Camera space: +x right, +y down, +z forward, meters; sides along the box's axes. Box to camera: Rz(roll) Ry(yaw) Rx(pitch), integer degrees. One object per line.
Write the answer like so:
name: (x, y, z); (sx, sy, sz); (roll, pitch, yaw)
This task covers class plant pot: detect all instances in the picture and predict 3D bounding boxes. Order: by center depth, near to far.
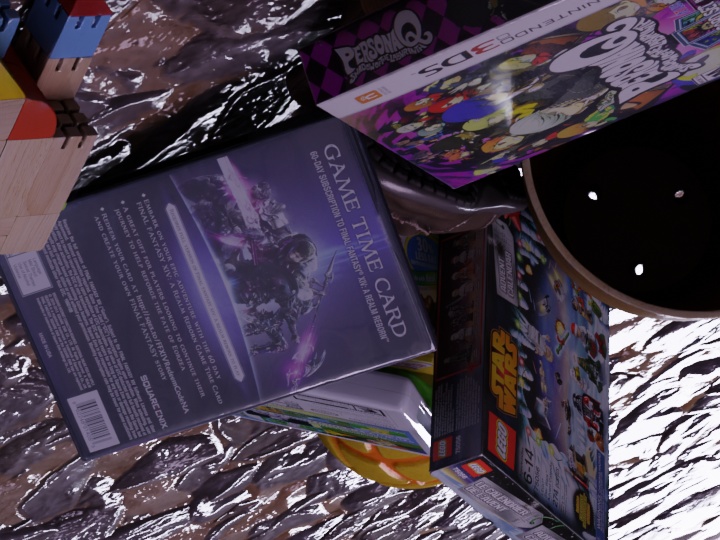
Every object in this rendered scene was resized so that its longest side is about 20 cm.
plant pot: (0.174, -0.047, 1.504); (0.186, 0.187, 0.200); (-23, 171, -7)

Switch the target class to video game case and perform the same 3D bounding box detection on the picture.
video game case: (0.088, -0.105, 1.270); (0.181, 0.036, 0.200); (-22, 164, 15)
video game case: (-0.077, 0.008, 1.364); (0.200, 0.143, 0.019); (-18, -158, 7)
video game case: (-0.058, 0.065, 1.491); (0.200, 0.022, 0.182); (11, 170, 10)

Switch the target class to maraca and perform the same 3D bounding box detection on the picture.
maraca: (0.029, 0.081, 1.645); (0.107, 0.137, 0.200); (-65, -173, -7)

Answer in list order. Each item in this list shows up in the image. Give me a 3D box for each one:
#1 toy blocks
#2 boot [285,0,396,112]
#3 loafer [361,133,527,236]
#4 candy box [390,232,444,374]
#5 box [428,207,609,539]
toy blocks: (-0.191, -0.069, 1.170); (0.200, 0.100, 0.137); (-7, 139, -40)
boot: (0.073, -0.143, 1.331); (0.200, 0.072, 0.166); (-14, 167, -30)
loafer: (0.028, -0.045, 1.448); (0.071, 0.073, 0.200); (-32, 161, 20)
candy box: (0.000, 0.000, 1.489); (0.026, 0.102, 0.200); (-14, 166, 30)
box: (0.096, 0.061, 1.540); (0.040, 0.200, 0.137); (-22, 137, 30)
